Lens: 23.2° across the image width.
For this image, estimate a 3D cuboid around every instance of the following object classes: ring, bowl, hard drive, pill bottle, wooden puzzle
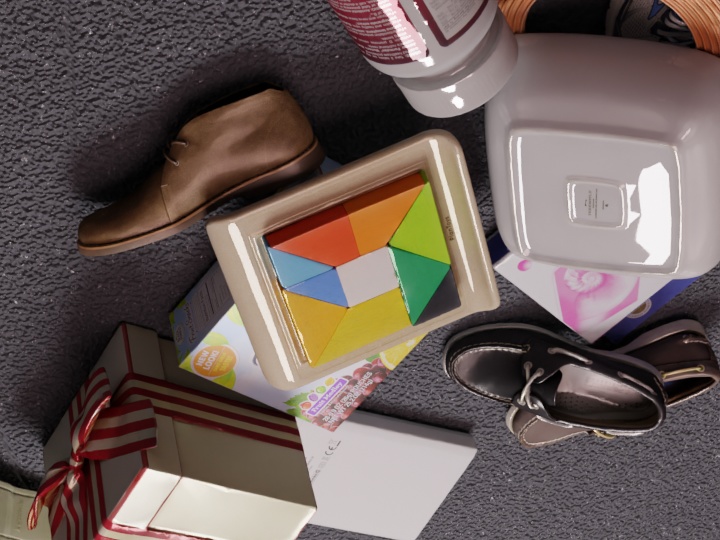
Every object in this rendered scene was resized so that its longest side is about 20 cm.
[{"bbox_3d":[0.184,-0.170,1.284,0.198,0.019,0.201,15,147,10],"label":"ring"},{"bbox_3d":[0.183,-0.073,1.311,0.198,0.075,0.201,8,132,18],"label":"bowl"},{"bbox_3d":[-0.009,0.183,1.599,0.198,0.027,0.132,15,125,-27],"label":"hard drive"},{"bbox_3d":[0.029,-0.204,1.201,0.109,0.110,0.200,-28,133,10],"label":"pill bottle"},{"bbox_3d":[0.000,0.000,1.336,0.198,0.037,0.186,-20,131,-1],"label":"wooden puzzle"}]

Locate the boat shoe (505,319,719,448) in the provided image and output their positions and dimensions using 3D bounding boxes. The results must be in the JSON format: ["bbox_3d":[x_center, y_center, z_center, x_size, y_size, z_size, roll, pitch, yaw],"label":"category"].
[{"bbox_3d":[0.227,0.114,1.581,0.198,0.060,0.072,-25,141,8],"label":"boat shoe"}]

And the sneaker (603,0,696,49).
[{"bbox_3d":[0.240,-0.201,1.284,0.076,0.086,0.201,3,131,-19],"label":"sneaker"}]

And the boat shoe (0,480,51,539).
[{"bbox_3d":[-0.300,0.232,1.532,0.066,0.075,0.199,-14,151,37],"label":"boat shoe"}]

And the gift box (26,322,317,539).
[{"bbox_3d":[-0.156,0.173,1.432,0.185,0.201,0.185,18,120,-28],"label":"gift box"}]

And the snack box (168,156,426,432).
[{"bbox_3d":[-0.030,0.021,1.417,0.168,0.068,0.200,27,118,-34],"label":"snack box"}]

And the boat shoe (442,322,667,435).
[{"bbox_3d":[0.168,0.099,1.515,0.198,0.060,0.075,15,111,-2],"label":"boat shoe"}]

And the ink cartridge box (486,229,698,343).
[{"bbox_3d":[0.237,-0.026,1.473,0.196,0.044,0.199,-41,128,20],"label":"ink cartridge box"}]

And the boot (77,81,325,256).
[{"bbox_3d":[-0.131,-0.076,1.311,0.198,0.074,0.076,-26,115,2],"label":"boot"}]
